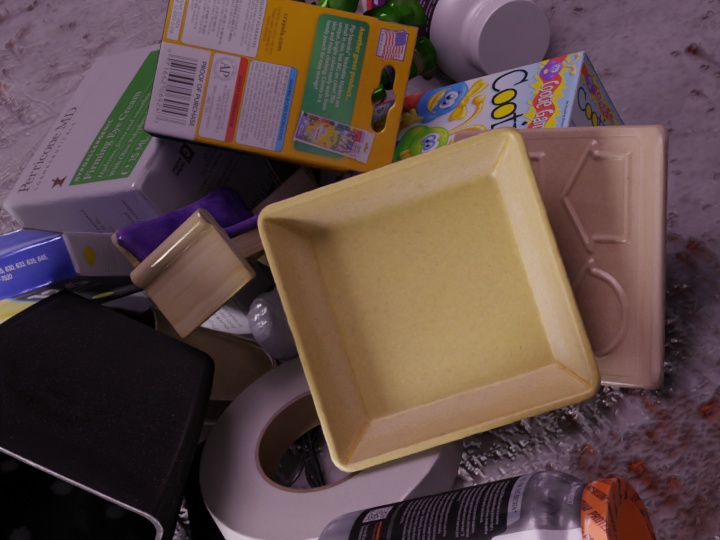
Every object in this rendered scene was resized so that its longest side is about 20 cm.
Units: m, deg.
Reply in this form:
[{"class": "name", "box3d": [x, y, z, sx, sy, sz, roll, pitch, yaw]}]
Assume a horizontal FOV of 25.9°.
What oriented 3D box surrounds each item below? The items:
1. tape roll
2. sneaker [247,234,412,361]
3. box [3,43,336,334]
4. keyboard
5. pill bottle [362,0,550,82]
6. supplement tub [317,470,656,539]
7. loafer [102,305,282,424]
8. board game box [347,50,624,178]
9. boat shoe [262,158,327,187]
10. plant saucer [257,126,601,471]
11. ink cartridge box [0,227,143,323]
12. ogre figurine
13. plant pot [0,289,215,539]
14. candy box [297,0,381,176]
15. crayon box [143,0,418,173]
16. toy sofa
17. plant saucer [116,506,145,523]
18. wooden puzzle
[{"class": "tape roll", "box3d": [-0.023, 0.136, 1.170, 0.202, 0.037, 0.203, -15, 37, 12]}, {"class": "sneaker", "box3d": [0.000, 0.000, 1.250, 0.115, 0.075, 0.200, -36, 3, -42]}, {"class": "box", "box3d": [-0.165, -0.073, 1.410, 0.171, 0.200, 0.199, -6, 46, 37]}, {"class": "keyboard", "box3d": [-0.074, 0.181, 1.204, 0.127, 0.021, 0.200, -31, 37, 8]}, {"class": "pill bottle", "box3d": [0.091, -0.241, 1.467, 0.112, 0.113, 0.200, -40, 36, -7]}, {"class": "supplement tub", "box3d": [0.079, 0.195, 0.976, 0.200, 0.123, 0.123, -17, 40, 25]}, {"class": "loafer", "box3d": [-0.159, 0.074, 1.284, 0.200, 0.067, 0.076, 7, 57, -2]}, {"class": "board game box", "box3d": [0.106, -0.088, 1.289, 0.200, 0.105, 0.103, -12, 43, 31]}, {"class": "boat shoe", "box3d": [-0.088, -0.152, 1.326, 0.061, 0.201, 0.072, -23, 5, -40]}, {"class": "plant saucer", "box3d": [0.050, 0.021, 1.123, 0.200, 0.200, 0.048, -18, -1, 9]}, {"class": "ink cartridge box", "box3d": [-0.274, 0.012, 1.241, 0.197, 0.200, 0.047, -16, 84, 27]}, {"class": "ogre figurine", "box3d": [0.006, -0.185, 1.380, 0.120, 0.200, 0.098, -38, 60, -15]}, {"class": "plant pot", "box3d": [-0.212, 0.138, 1.173, 0.199, 0.200, 0.178, 24, 45, 5]}, {"class": "candy box", "box3d": [-0.065, -0.195, 1.466, 0.055, 0.200, 0.116, -3, 47, 38]}, {"class": "crayon box", "box3d": [-0.063, -0.152, 1.263, 0.052, 0.200, 0.126, -145, 67, -89]}, {"class": "toy sofa", "box3d": [-0.099, -0.031, 1.224, 0.083, 0.098, 0.200, -39, -3, 26]}, {"class": "plant saucer", "box3d": [-0.239, 0.187, 1.321, 0.200, 0.032, 0.200, -21, 37, 17]}, {"class": "wooden puzzle", "box3d": [0.149, -0.012, 1.155, 0.200, 0.046, 0.186, 3, 92, 44]}]
